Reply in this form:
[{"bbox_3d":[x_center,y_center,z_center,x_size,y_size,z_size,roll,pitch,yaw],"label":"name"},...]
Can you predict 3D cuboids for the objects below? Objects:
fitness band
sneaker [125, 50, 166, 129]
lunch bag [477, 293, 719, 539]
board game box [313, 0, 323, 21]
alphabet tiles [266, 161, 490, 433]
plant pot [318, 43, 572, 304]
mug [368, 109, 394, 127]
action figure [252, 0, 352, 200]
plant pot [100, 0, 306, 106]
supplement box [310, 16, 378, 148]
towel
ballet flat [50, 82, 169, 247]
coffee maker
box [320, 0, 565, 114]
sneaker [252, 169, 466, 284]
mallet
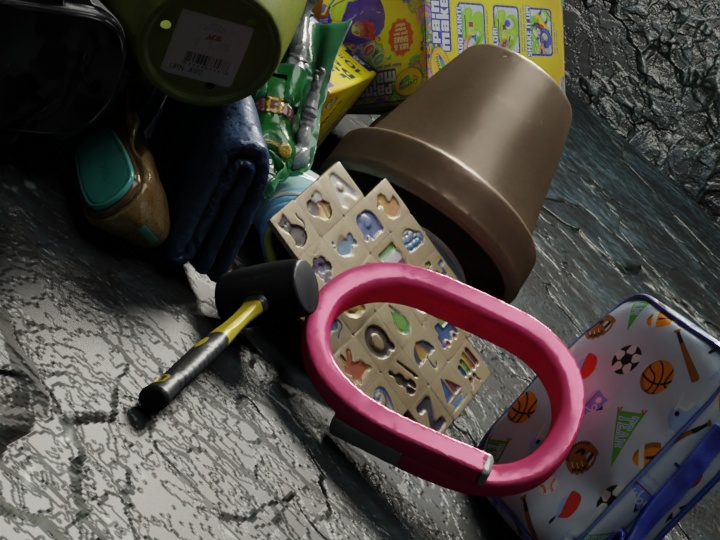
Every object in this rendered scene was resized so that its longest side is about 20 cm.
[{"bbox_3d":[0.054,0.069,0.985,0.199,0.037,0.144,25,52,4],"label":"fitness band"},{"bbox_3d":[-0.197,-0.175,1.136,0.091,0.078,0.201,20,36,-26],"label":"sneaker"},{"bbox_3d":[0.178,0.122,1.014,0.076,0.200,0.160,40,2,-32],"label":"lunch bag"},{"bbox_3d":[-0.066,-0.261,1.437,0.030,0.201,0.096,-2,36,-24],"label":"board game box"},{"bbox_3d":[0.017,0.022,1.066,0.200,0.006,0.166,54,42,-8],"label":"alphabet tiles"},{"bbox_3d":[0.091,-0.093,1.259,0.200,0.175,0.200,31,-18,12],"label":"plant pot"},{"bbox_3d":[0.073,-0.097,1.500,0.200,0.177,0.134,0,80,-59],"label":"mug"},{"bbox_3d":[-0.066,-0.138,1.140,0.117,0.055,0.201,7,58,-6],"label":"action figure"},{"bbox_3d":[-0.106,-0.208,1.001,0.187,0.187,0.201,29,33,-32],"label":"plant pot"},{"bbox_3d":[-0.075,-0.162,1.307,0.109,0.110,0.200,41,18,1],"label":"supplement box"},{"bbox_3d":[-0.108,-0.085,1.043,0.048,0.112,0.200,20,23,-22],"label":"towel"},{"bbox_3d":[-0.170,-0.084,1.014,0.072,0.068,0.200,52,5,-45],"label":"ballet flat"},{"bbox_3d":[-0.268,-0.178,0.952,0.191,0.135,0.200,-14,42,-17],"label":"coffee maker"},{"bbox_3d":[0.067,-0.221,1.468,0.192,0.123,0.199,-5,4,-41],"label":"box"},{"bbox_3d":[0.000,0.000,1.134,0.199,0.080,0.131,25,19,-16],"label":"sneaker"},{"bbox_3d":[-0.076,0.039,0.901,0.200,0.066,0.041,-58,133,-70],"label":"mallet"}]
